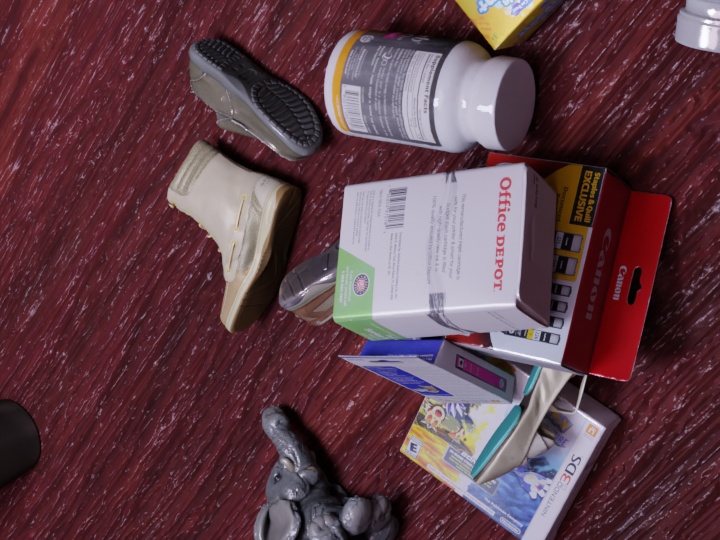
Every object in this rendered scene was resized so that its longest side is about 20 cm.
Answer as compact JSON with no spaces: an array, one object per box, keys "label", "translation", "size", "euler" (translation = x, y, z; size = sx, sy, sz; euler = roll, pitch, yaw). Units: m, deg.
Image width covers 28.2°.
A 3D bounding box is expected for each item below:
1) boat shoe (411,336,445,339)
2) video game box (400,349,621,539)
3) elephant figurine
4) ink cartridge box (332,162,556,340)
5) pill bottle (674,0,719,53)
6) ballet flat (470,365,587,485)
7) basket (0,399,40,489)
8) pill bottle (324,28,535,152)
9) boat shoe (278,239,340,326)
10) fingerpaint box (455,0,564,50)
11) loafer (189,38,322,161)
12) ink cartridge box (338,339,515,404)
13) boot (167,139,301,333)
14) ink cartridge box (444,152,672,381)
[{"label":"boat shoe","translation":[0.078,0.006,1.557],"size":[0.062,0.073,0.200],"euler":[43,135,47]},{"label":"video game box","translation":[0.161,0.181,1.580],"size":[0.200,0.047,0.182],"euler":[34,117,21]},{"label":"elephant figurine","translation":[-0.061,0.288,1.728],"size":[0.200,0.155,0.142],"euler":[26,161,37]},{"label":"ink cartridge box","translation":[0.083,-0.015,1.394],"size":[0.200,0.084,0.146],"euler":[-5,70,30]},{"label":"pill bottle","translation":[0.338,-0.299,1.276],"size":[0.111,0.111,0.200],"euler":[18,113,29]},{"label":"ballet flat","translation":[0.187,0.147,1.488],"size":[0.069,0.069,0.200],"euler":[31,97,23]},{"label":"basket","translation":[-0.555,0.262,1.987],"size":[0.136,0.200,0.180],"euler":[27,118,24]},{"label":"pill bottle","translation":[0.072,-0.184,1.487],"size":[0.200,0.116,0.116],"euler":[12,110,30]},{"label":"boat shoe","translation":[0.000,0.000,1.627],"size":[0.200,0.076,0.072],"euler":[-29,121,28]},{"label":"fingerpaint box","translation":[0.160,-0.346,1.405],"size":[0.200,0.073,0.167],"euler":[-43,79,35]},{"label":"loafer","translation":[-0.123,-0.188,1.652],"size":[0.200,0.075,0.070],"euler":[43,135,21]},{"label":"ink cartridge box","translation":[0.072,0.101,1.475],"size":[0.095,0.200,0.037],"euler":[-2,73,34]},{"label":"boot","translation":[-0.165,-0.041,1.714],"size":[0.155,0.073,0.200],"euler":[29,117,23]},{"label":"ink cartridge box","translation":[0.198,-0.004,1.431],"size":[0.175,0.084,0.200],"euler":[10,84,31]}]
